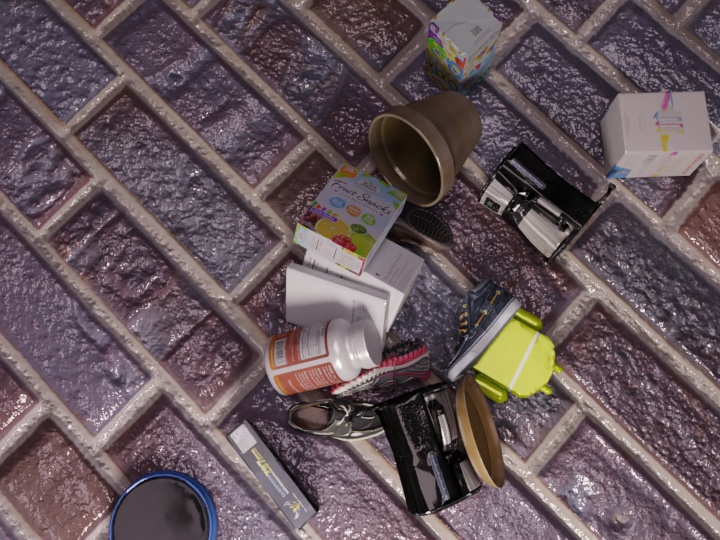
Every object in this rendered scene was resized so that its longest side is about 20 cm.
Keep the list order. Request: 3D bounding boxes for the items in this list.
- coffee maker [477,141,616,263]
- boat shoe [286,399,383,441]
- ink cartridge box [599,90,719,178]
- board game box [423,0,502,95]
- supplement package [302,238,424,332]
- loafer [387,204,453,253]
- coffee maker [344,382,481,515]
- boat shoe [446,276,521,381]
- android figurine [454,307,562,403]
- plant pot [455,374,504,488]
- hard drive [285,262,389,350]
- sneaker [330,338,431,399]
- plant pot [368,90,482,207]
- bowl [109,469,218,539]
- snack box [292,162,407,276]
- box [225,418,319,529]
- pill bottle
[{"bbox_3d":[0.354,-0.146,1.636,0.200,0.135,0.192,42,56,9],"label":"coffee maker"},{"bbox_3d":[-0.039,0.273,1.546,0.195,0.068,0.074,2,74,-3],"label":"boat shoe"},{"bbox_3d":[0.589,-0.265,1.654,0.195,0.129,0.128,-2,75,-1],"label":"ink cartridge box"},{"bbox_3d":[0.197,-0.437,1.659,0.105,0.200,0.103,-43,79,-10],"label":"board game box"},{"bbox_3d":[0.000,0.000,1.574,0.197,0.111,0.114,28,44,6],"label":"supplement package"},{"bbox_3d":[0.089,-0.086,1.643,0.197,0.072,0.074,27,49,7],"label":"loafer"},{"bbox_3d":[0.097,0.322,1.490,0.188,0.135,0.204,-19,83,11],"label":"coffee maker"},{"bbox_3d":[0.204,0.107,1.557,0.090,0.071,0.200,39,72,15],"label":"boat shoe"},{"bbox_3d":[0.283,0.159,1.588,0.197,0.041,0.184,27,76,9],"label":"android figurine"},{"bbox_3d":[0.208,0.285,1.485,0.027,0.200,0.204,-19,75,16],"label":"plant pot"},{"bbox_3d":[-0.045,0.070,1.553,0.196,0.134,0.026,18,40,16],"label":"hard drive"},{"bbox_3d":[0.038,0.199,1.563,0.196,0.081,0.076,-20,107,3],"label":"sneaker"},{"bbox_3d":[0.140,-0.256,1.632,0.200,0.201,0.173,45,64,11],"label":"plant pot"},{"bbox_3d":[-0.355,0.462,1.510,0.196,0.039,0.206,0,75,0],"label":"bowl"},{"bbox_3d":[-0.017,-0.098,1.539,0.140,0.053,0.201,28,47,7],"label":"snack box"},{"bbox_3d":[-0.151,0.358,1.476,0.051,0.158,0.201,-37,79,-9],"label":"box"},{"bbox_3d":[-0.066,0.151,1.521,0.196,0.112,0.115,-15,74,20],"label":"pill bottle"}]
